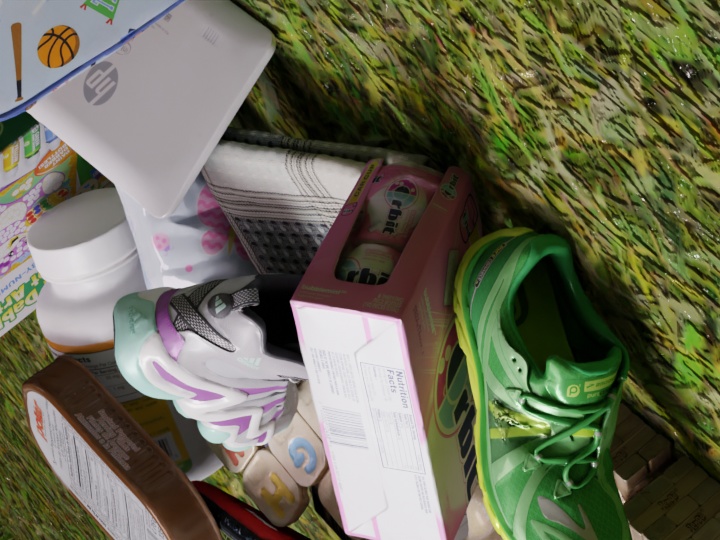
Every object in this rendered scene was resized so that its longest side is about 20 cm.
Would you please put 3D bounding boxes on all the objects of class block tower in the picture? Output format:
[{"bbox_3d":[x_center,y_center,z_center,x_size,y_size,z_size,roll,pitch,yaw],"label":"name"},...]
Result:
[{"bbox_3d":[0.155,0.125,1.473,0.200,0.054,0.058,42,160,33],"label":"block tower"}]

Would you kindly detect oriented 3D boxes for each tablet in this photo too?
[{"bbox_3d":[-0.143,-0.130,1.625,0.200,0.130,0.014,38,-171,39],"label":"tablet"}]

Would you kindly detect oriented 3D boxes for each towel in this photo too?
[{"bbox_3d":[0.000,0.000,1.580,0.199,0.035,0.193,10,137,44],"label":"towel"}]

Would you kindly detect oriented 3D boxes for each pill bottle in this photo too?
[{"bbox_3d":[-0.161,0.048,1.883,0.111,0.111,0.201,27,142,55],"label":"pill bottle"}]

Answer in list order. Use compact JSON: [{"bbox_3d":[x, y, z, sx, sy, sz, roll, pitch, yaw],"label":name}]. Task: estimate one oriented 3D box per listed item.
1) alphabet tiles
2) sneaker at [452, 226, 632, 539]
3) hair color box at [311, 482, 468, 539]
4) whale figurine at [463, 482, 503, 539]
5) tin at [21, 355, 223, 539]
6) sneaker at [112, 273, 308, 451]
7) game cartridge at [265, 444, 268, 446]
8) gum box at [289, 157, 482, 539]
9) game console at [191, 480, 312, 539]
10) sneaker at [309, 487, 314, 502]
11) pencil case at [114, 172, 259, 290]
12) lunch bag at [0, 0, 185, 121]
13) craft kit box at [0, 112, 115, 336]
[{"bbox_3d":[-0.035,0.070,1.725,0.196,0.015,0.200,49,127,22],"label":"alphabet tiles"},{"bbox_3d":[0.101,0.074,1.402,0.083,0.074,0.201,-22,84,62],"label":"sneaker"},{"bbox_3d":[0.068,0.188,1.755,0.200,0.100,0.061,46,165,20],"label":"hair color box"},{"bbox_3d":[0.132,0.181,1.621,0.159,0.104,0.200,47,139,19],"label":"whale figurine"},{"bbox_3d":[-0.163,0.141,1.819,0.200,0.042,0.112,44,149,29],"label":"tin"},{"bbox_3d":[-0.046,0.052,1.620,0.200,0.139,0.078,29,-129,-62],"label":"sneaker"},{"bbox_3d":[-0.096,0.021,1.879,0.130,0.038,0.201,-114,2,-45],"label":"game cartridge"},{"bbox_3d":[0.025,0.045,1.474,0.066,0.114,0.201,9,137,20],"label":"gum box"},{"bbox_3d":[-0.046,0.244,1.788,0.172,0.119,0.200,31,177,-24],"label":"game console"},{"bbox_3d":[-0.008,0.119,1.851,0.200,0.081,0.077,52,165,14],"label":"sneaker"},{"bbox_3d":[-0.122,-0.062,1.694,0.201,0.090,0.083,65,153,0],"label":"pencil case"},{"bbox_3d":[-0.184,-0.184,1.475,0.076,0.200,0.161,39,160,46],"label":"lunch bag"},{"bbox_3d":[-0.232,-0.053,1.879,0.049,0.200,0.198,43,162,22],"label":"craft kit box"}]
